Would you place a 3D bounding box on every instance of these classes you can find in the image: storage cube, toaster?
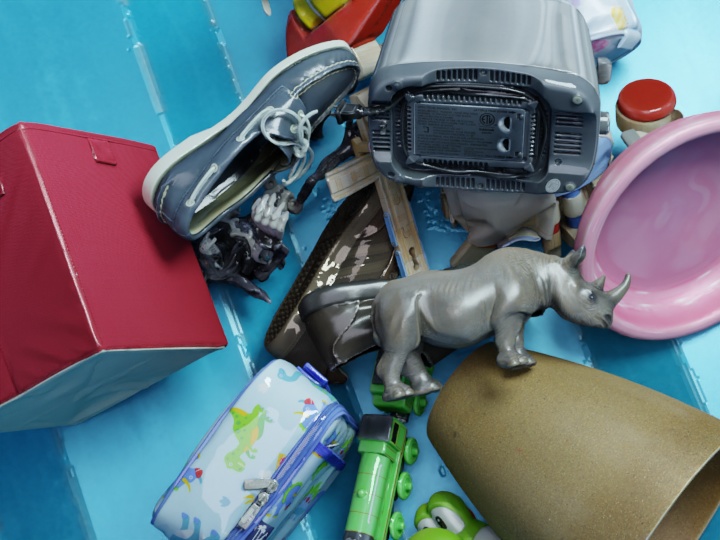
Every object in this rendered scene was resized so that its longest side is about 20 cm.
[{"bbox_3d":[-0.236,0.011,1.117,0.171,0.200,0.180,-27,76,22],"label":"storage cube"},{"bbox_3d":[0.085,-0.136,1.084,0.200,0.114,0.129,3,42,8],"label":"toaster"}]

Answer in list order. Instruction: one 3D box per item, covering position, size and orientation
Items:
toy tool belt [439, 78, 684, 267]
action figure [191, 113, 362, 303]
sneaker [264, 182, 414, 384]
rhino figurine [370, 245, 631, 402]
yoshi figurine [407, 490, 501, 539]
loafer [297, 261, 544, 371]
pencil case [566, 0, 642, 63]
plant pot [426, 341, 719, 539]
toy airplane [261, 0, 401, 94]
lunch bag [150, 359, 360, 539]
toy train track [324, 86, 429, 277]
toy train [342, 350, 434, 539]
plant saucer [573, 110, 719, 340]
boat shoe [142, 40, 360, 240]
[{"bbox_3d":[0.160,-0.073,1.176,0.200,0.123,0.125,-19,45,-7],"label":"toy tool belt"},{"bbox_3d":[-0.086,-0.057,1.182,0.119,0.102,0.200,37,82,25],"label":"action figure"},{"bbox_3d":[0.000,0.000,1.192,0.076,0.070,0.200,36,79,-16],"label":"sneaker"},{"bbox_3d":[0.101,0.029,1.056,0.200,0.060,0.088,-15,81,-3],"label":"rhino figurine"},{"bbox_3d":[0.097,0.262,1.100,0.112,0.112,0.200,-40,75,2],"label":"yoshi figurine"},{"bbox_3d":[0.054,0.041,1.124,0.200,0.073,0.071,-8,76,-8],"label":"loafer"},{"bbox_3d":[0.173,-0.266,1.217,0.091,0.083,0.200,-16,77,23],"label":"pencil case"},{"bbox_3d":[0.156,0.143,1.097,0.200,0.186,0.186,35,82,25],"label":"plant pot"},{"bbox_3d":[-0.001,-0.256,1.168,0.199,0.200,0.141,-44,74,-5],"label":"toy airplane"},{"bbox_3d":[-0.071,0.149,1.085,0.082,0.200,0.161,36,82,10],"label":"lunch bag"},{"bbox_3d":[0.037,-0.048,1.153,0.115,0.033,0.200,-32,114,-36],"label":"toy train track"},{"bbox_3d":[0.019,0.144,1.136,0.042,0.056,0.200,1,65,26],"label":"toy train"},{"bbox_3d":[0.250,-0.039,1.129,0.200,0.201,0.051,-29,39,-2],"label":"plant saucer"},{"bbox_3d":[-0.072,-0.099,1.105,0.200,0.075,0.062,-37,57,-16],"label":"boat shoe"}]
